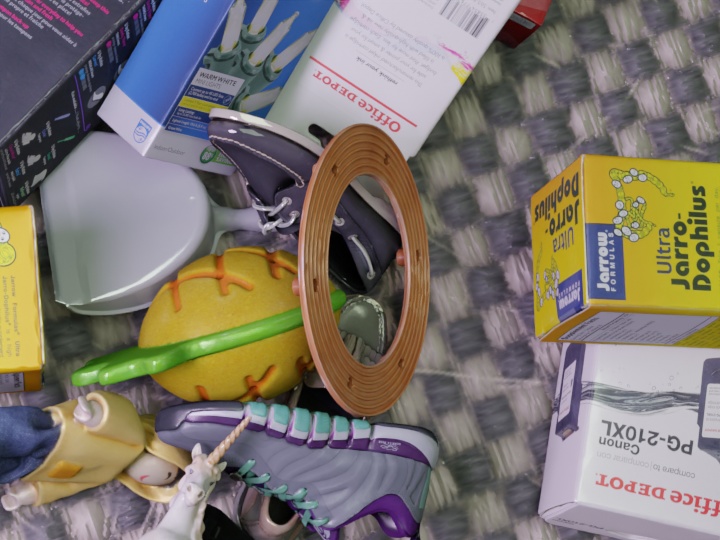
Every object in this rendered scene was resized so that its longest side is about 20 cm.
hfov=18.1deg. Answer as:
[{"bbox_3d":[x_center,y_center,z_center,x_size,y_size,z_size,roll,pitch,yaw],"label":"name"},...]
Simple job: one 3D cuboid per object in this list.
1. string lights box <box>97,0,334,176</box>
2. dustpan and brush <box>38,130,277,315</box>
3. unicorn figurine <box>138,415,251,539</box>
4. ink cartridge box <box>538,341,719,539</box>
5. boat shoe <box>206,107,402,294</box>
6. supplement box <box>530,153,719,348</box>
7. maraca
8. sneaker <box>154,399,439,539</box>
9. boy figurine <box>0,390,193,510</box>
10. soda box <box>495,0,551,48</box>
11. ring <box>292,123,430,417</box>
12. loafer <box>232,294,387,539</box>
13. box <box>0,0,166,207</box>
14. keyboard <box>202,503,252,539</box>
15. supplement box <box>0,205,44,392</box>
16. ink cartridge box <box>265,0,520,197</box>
[{"bbox_3d":[-0.088,-0.170,1.565,0.059,0.103,0.201,41,108,31],"label":"string lights box"},{"bbox_3d":[-0.127,-0.038,1.611,0.199,0.057,0.140,-7,69,-11],"label":"dustpan and brush"},{"bbox_3d":[-0.119,0.211,1.467,0.137,0.073,0.201,-47,135,-51],"label":"unicorn figurine"},{"bbox_3d":[0.222,0.096,1.661,0.144,0.084,0.201,13,75,-12],"label":"ink cartridge box"},{"bbox_3d":[-0.041,-0.047,1.588,0.200,0.072,0.063,36,73,-42],"label":"boat shoe"},{"bbox_3d":[0.231,-0.010,1.586,0.199,0.109,0.110,3,75,-15],"label":"supplement box"},{"bbox_3d":[-0.101,0.045,1.546,0.199,0.137,0.108,-19,93,-30],"label":"maraca"},{"bbox_3d":[-0.043,0.139,1.518,0.199,0.074,0.088,9,78,-15],"label":"sneaker"},{"bbox_3d":[-0.197,0.126,1.524,0.199,0.124,0.065,10,47,-42],"label":"boy figurine"},{"bbox_3d":[0.052,-0.247,1.695,0.199,0.063,0.070,26,73,-10],"label":"soda box"},{"bbox_3d":[0.000,0.000,1.548,0.019,0.200,0.202,-2,76,26],"label":"ring"},{"bbox_3d":[-0.026,0.106,1.599,0.072,0.063,0.201,27,73,-8],"label":"loafer"},{"bbox_3d":[-0.225,-0.161,1.560,0.122,0.106,0.200,38,71,13],"label":"box"},{"bbox_3d":[-0.142,0.244,1.511,0.104,0.039,0.201,50,51,-33],"label":"keyboard"},{"bbox_3d":[-0.311,0.026,1.488,0.199,0.109,0.110,-4,80,-9],"label":"supplement box"},{"bbox_3d":[0.024,-0.167,1.640,0.115,0.068,0.200,33,107,-7],"label":"ink cartridge box"}]
